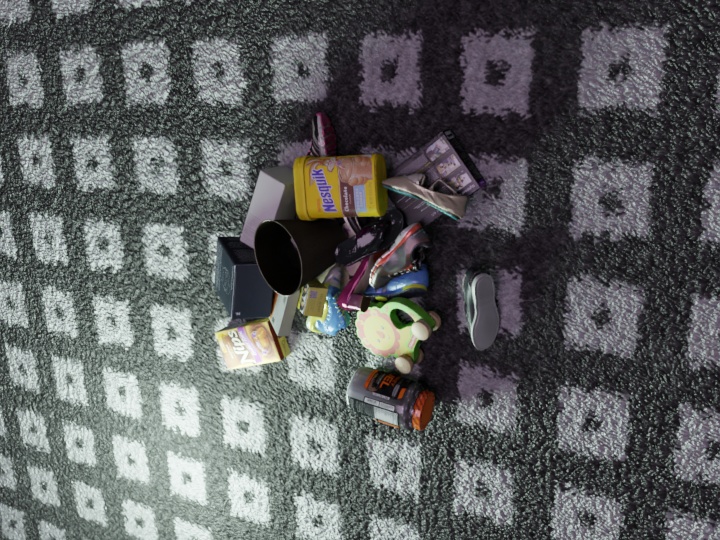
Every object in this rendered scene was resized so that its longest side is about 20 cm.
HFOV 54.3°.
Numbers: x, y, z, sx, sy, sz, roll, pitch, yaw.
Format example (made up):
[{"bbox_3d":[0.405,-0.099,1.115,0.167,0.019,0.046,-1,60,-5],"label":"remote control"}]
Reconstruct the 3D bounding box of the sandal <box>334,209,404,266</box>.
[{"bbox_3d":[0.019,-0.071,1.624,0.200,0.048,0.076,-35,73,23],"label":"sandal"}]

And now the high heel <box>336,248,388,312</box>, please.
[{"bbox_3d":[0.000,0.000,1.699,0.096,0.067,0.201,13,78,45],"label":"high heel"}]

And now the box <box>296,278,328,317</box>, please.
[{"bbox_3d":[-0.132,0.054,1.732,0.050,0.200,0.076,9,100,-18],"label":"box"}]

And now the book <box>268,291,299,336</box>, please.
[{"bbox_3d":[-0.206,0.056,1.788,0.200,0.048,0.134,-122,43,-55],"label":"book"}]

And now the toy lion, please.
[{"bbox_3d":[0.078,0.141,1.706,0.191,0.069,0.201,37,132,17],"label":"toy lion"}]

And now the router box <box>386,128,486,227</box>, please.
[{"bbox_3d":[0.158,-0.197,1.577,0.200,0.051,0.150,-34,89,33],"label":"router box"}]

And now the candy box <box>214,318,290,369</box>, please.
[{"bbox_3d":[-0.301,0.203,1.956,0.199,0.056,0.117,-14,99,33],"label":"candy box"}]

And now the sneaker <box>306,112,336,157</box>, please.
[{"bbox_3d":[-0.106,-0.275,1.687,0.087,0.074,0.201,2,111,22],"label":"sneaker"}]

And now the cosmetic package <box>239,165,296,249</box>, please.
[{"bbox_3d":[-0.218,-0.153,1.769,0.085,0.108,0.201,30,116,19],"label":"cosmetic package"}]

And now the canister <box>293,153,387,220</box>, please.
[{"bbox_3d":[-0.044,-0.191,1.599,0.199,0.087,0.149,0,100,22],"label":"canister"}]

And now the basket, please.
[{"bbox_3d":[-0.134,-0.053,1.674,0.136,0.200,0.181,-17,94,37],"label":"basket"}]

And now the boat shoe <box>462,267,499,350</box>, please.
[{"bbox_3d":[0.271,0.086,1.599,0.060,0.075,0.201,-136,38,-56],"label":"boat shoe"}]

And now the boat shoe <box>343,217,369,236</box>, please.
[{"bbox_3d":[-0.008,-0.166,1.668,0.067,0.072,0.201,-12,97,35],"label":"boat shoe"}]

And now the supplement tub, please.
[{"bbox_3d":[0.075,0.320,1.742,0.199,0.122,0.123,13,111,24],"label":"supplement tub"}]

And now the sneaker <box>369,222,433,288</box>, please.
[{"bbox_3d":[0.093,-0.015,1.602,0.082,0.077,0.200,46,126,15],"label":"sneaker"}]

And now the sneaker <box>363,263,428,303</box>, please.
[{"bbox_3d":[0.084,0.030,1.693,0.199,0.066,0.079,-16,62,41],"label":"sneaker"}]

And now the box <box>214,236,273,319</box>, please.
[{"bbox_3d":[-0.301,0.014,1.810,0.200,0.107,0.149,-133,47,-57],"label":"box"}]

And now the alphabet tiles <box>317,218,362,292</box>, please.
[{"bbox_3d":[-0.054,-0.034,1.768,0.195,0.015,0.201,-34,88,33],"label":"alphabet tiles"}]

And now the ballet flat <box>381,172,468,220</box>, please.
[{"bbox_3d":[0.144,-0.175,1.530,0.199,0.069,0.070,26,116,15],"label":"ballet flat"}]

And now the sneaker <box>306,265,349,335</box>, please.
[{"bbox_3d":[-0.061,0.083,1.773,0.105,0.076,0.201,25,124,2],"label":"sneaker"}]
